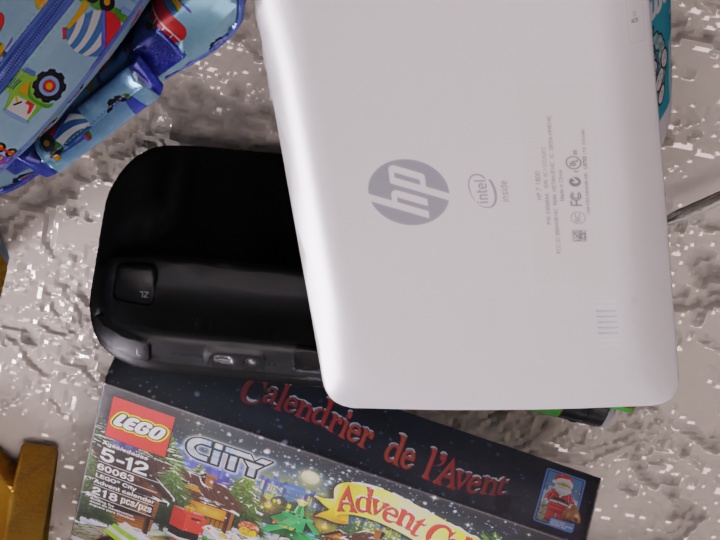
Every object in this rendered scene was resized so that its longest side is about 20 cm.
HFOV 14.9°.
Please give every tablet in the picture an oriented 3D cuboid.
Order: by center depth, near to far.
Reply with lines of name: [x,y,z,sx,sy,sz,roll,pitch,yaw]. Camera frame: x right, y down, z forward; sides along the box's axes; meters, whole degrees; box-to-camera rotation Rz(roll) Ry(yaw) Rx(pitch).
tablet: [0.038,-0.031,0.940,0.130,0.014,0.200,-1,127,11]

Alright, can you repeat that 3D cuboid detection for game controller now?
game controller: [0.000,0.000,1.045,0.200,0.104,0.042,6,133,-1]

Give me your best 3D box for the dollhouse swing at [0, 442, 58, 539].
dollhouse swing: [-0.243,0.174,1.149,0.200,0.176,0.182,9,128,-3]

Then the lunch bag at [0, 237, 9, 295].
lunch bag: [-0.230,-0.007,1.012,0.127,0.170,0.200,-20,127,15]

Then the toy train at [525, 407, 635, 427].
toy train: [0.021,0.025,1.106,0.200,0.042,0.056,15,137,-8]

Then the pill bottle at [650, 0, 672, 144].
pill bottle: [0.054,-0.095,0.966,0.111,0.111,0.200,-2,128,5]

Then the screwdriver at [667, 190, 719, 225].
screwdriver: [0.205,-0.054,1.038,0.200,0.028,0.029,-30,92,20]

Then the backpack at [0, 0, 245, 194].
backpack: [-0.126,-0.096,0.919,0.183,0.200,0.135,-36,118,25]

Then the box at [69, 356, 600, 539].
box: [-0.016,0.106,1.134,0.200,0.038,0.137,19,139,2]
